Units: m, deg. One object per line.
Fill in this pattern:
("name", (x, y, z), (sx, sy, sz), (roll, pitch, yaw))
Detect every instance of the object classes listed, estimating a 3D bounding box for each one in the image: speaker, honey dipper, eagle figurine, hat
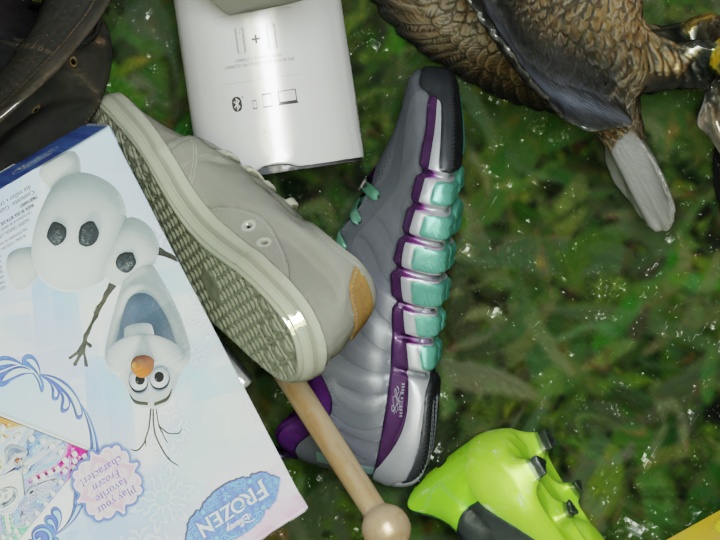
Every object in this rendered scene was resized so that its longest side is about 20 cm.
("speaker", (-0.051, -0.145, 1.374), (0.081, 0.081, 0.201), (-9, 92, -2))
("honey dipper", (-0.033, 0.051, 1.358), (0.038, 0.038, 0.200), (-34, 65, -1))
("eagle figurine", (0.090, -0.121, 1.353), (0.199, 0.152, 0.152), (10, 50, -17))
("hat", (-0.173, -0.088, 1.350), (0.200, 0.201, 0.081), (-40, 129, -1))

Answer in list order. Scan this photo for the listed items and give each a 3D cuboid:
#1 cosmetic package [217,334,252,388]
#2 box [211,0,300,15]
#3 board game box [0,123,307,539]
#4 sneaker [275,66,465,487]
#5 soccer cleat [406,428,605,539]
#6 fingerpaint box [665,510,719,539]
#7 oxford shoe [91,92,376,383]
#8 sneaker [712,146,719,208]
("cosmetic package", (-0.174, 0.059, 1.391), (0.200, 0.052, 0.151), (-41, 90, -1))
("box", (-0.015, -0.214, 1.308), (0.068, 0.082, 0.201), (40, 69, -25))
("board game box", (-0.152, 0.071, 1.280), (0.199, 0.043, 0.200), (-32, 105, -18))
("sneaker", (0.000, 0.000, 1.386), (0.087, 0.074, 0.201), (7, 90, 5))
("soccer cleat", (0.099, 0.168, 1.403), (0.081, 0.068, 0.201), (-30, 97, 22))
("fingerpaint box", (0.251, 0.159, 1.363), (0.199, 0.073, 0.167), (-29, 126, -1))
("oxford shoe", (-0.059, -0.020, 1.321), (0.058, 0.200, 0.075), (-27, 135, -23))
("sneaker", (0.239, 0.022, 1.396), (0.087, 0.076, 0.201), (-16, 92, -8))
